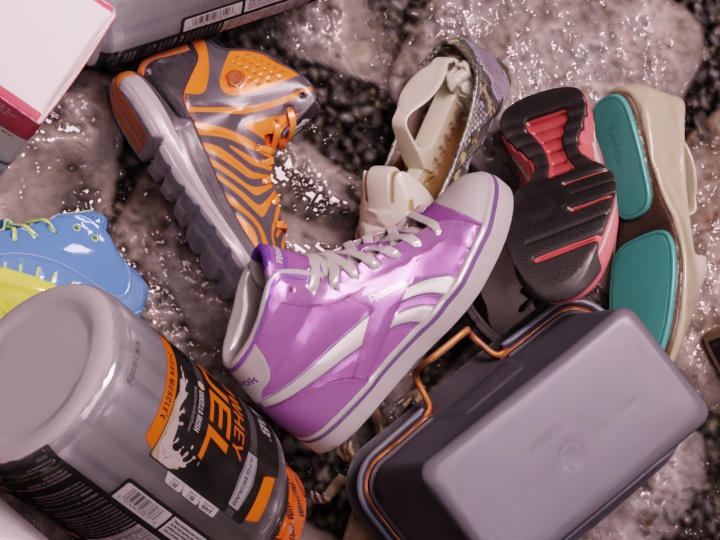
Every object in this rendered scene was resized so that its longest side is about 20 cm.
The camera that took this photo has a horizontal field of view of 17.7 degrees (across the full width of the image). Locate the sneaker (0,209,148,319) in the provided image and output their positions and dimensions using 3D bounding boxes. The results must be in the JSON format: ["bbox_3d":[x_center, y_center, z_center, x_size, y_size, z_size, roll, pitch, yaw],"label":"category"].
[{"bbox_3d":[-0.213,-0.003,1.382,0.200,0.076,0.105,33,61,-22],"label":"sneaker"}]

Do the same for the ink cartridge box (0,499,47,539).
[{"bbox_3d":[-0.269,0.176,1.309,0.200,0.084,0.145,41,70,-7],"label":"ink cartridge box"}]

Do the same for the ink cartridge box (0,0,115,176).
[{"bbox_3d":[-0.236,-0.134,1.328,0.145,0.200,0.084,35,74,-9],"label":"ink cartridge box"}]

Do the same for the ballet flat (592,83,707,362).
[{"bbox_3d":[0.199,-0.026,1.524,0.069,0.069,0.200,-1,79,-18],"label":"ballet flat"}]

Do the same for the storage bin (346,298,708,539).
[{"bbox_3d":[0.100,0.096,1.348,0.200,0.134,0.146,-37,89,-13],"label":"storage bin"}]

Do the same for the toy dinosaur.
[{"bbox_3d":[0.031,0.127,1.451,0.200,0.058,0.101,-33,108,-33],"label":"toy dinosaur"}]

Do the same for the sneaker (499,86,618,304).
[{"bbox_3d":[0.135,-0.033,1.451,0.074,0.200,0.087,-16,124,14],"label":"sneaker"}]

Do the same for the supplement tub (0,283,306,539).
[{"bbox_3d":[-0.125,0.105,1.324,0.200,0.123,0.123,43,66,-41],"label":"supplement tub"}]

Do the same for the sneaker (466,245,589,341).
[{"bbox_3d":[0.134,0.043,1.474,0.074,0.080,0.200,-34,84,-19],"label":"sneaker"}]

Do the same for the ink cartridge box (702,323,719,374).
[{"bbox_3d":[0.348,0.020,1.505,0.200,0.165,0.075,-24,87,-20],"label":"ink cartridge box"}]

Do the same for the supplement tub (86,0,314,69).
[{"bbox_3d":[-0.095,-0.208,1.429,0.200,0.123,0.123,-21,87,-21],"label":"supplement tub"}]

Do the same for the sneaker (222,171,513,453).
[{"bbox_3d":[0.000,0.000,1.376,0.114,0.073,0.200,43,79,-24],"label":"sneaker"}]

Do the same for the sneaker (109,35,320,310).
[{"bbox_3d":[-0.061,-0.059,1.435,0.112,0.078,0.200,-29,89,-20],"label":"sneaker"}]

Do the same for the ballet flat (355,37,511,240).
[{"bbox_3d":[0.033,-0.063,1.467,0.072,0.072,0.200,27,70,-11],"label":"ballet flat"}]
